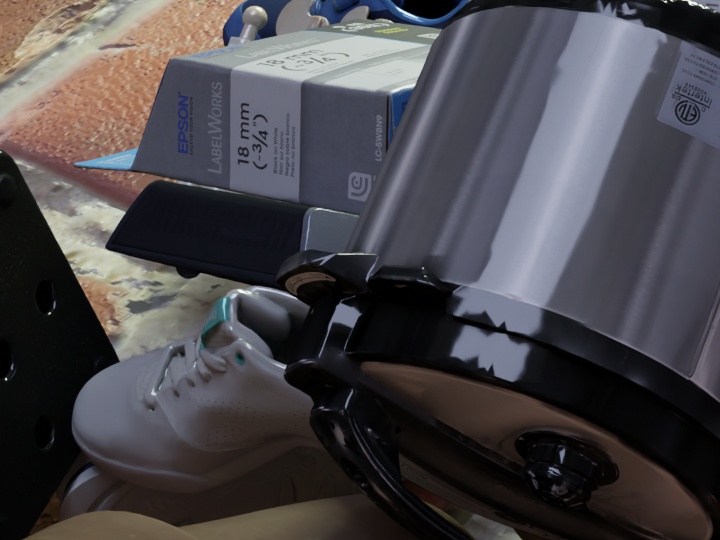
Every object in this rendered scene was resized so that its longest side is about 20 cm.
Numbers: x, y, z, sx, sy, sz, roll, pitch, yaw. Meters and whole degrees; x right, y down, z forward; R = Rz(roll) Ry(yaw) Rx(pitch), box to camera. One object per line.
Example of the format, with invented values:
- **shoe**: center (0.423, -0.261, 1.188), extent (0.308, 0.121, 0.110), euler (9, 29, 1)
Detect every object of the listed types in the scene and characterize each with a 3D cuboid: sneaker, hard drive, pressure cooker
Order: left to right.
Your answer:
- **sneaker**: center (-0.049, 0.040, 1.078), extent (0.200, 0.089, 0.075), euler (-5, 52, 32)
- **sneaker**: center (-0.046, 0.066, 1.181), extent (0.200, 0.076, 0.081), euler (-16, 29, -2)
- **hard drive**: center (0.000, 0.000, 1.157), extent (0.135, 0.200, 0.042), euler (11, 88, 42)
- **sneaker**: center (0.010, -0.135, 1.411), extent (0.200, 0.082, 0.074), euler (12, 37, 33)
- **pressure cooker**: center (0.074, 0.015, 0.936), extent (0.176, 0.179, 0.200), euler (12, 68, 26)

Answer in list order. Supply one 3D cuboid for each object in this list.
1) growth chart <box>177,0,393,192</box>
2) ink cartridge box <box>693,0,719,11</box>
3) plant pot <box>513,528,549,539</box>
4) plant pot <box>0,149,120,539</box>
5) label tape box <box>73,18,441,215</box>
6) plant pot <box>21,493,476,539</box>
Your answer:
- **growth chart**: center (-0.012, -0.069, 1.340), extent (0.200, 0.018, 0.145), euler (18, 76, 39)
- **ink cartridge box**: center (0.201, -0.132, 1.196), extent (0.075, 0.200, 0.165), euler (11, -1, 32)
- **plant pot**: center (0.155, 0.082, 1.064), extent (0.201, 0.093, 0.201), euler (-9, 37, 7)
- **plant pot**: center (-0.226, 0.043, 1.146), extent (0.177, 0.200, 0.200), euler (-4, 36, 29)
- **label tape box**: center (-0.020, -0.079, 1.242), extent (0.200, 0.063, 0.144), euler (11, 19, 37)
- **plant pot**: center (-0.030, 0.166, 0.966), extent (0.200, 0.200, 0.175), euler (21, 31, 39)
